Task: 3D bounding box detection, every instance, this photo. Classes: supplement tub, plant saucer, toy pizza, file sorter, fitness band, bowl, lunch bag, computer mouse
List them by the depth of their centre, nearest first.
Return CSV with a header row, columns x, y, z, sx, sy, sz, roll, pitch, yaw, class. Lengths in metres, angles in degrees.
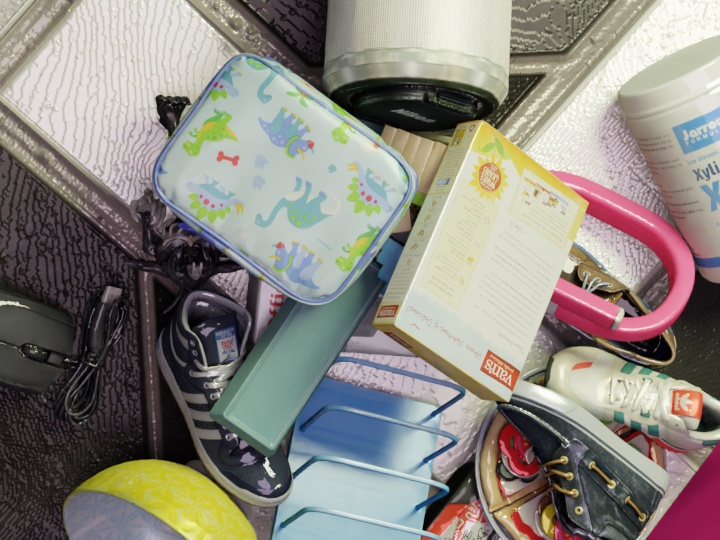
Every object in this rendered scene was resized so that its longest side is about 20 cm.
x,y,z,sx,sy,sz,roll,pitch,yaw,class
-0.066,-0.075,1.485,0.200,0.082,0.161,35,95,2,lunch bag
-0.049,0.064,1.541,0.070,0.019,0.200,36,80,-16,plant saucer
0.008,0.192,1.586,0.138,0.123,0.201,15,70,-12,file sorter
-0.319,0.055,1.595,0.199,0.053,0.139,19,98,-10,computer mouse
-0.161,0.237,1.604,0.200,0.200,0.108,49,54,-12,bowl
0.209,-0.017,1.607,0.200,0.037,0.144,28,55,7,fitness band
0.334,-0.102,1.613,0.132,0.132,0.200,-29,103,-2,supplement tub
0.205,0.186,1.666,0.200,0.032,0.201,2,84,-18,toy pizza
0.376,0.266,1.680,0.125,0.139,0.200,36,94,-15,file sorter

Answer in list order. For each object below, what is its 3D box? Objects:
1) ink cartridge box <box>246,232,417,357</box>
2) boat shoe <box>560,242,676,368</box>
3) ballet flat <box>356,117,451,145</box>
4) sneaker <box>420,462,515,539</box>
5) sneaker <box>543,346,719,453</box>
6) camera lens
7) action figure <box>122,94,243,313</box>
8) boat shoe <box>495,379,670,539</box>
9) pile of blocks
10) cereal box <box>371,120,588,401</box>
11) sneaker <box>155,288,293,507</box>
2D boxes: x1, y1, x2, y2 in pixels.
x,y,z,sx,sy,sz,roll,pitch,yaw,class
0.000,0.000,1.611,0.199,0.083,0.147,4,98,-7,ink cartridge box
0.218,0.025,1.649,0.200,0.072,0.072,30,93,-12,boat shoe
0.037,-0.107,1.606,0.199,0.069,0.070,20,97,4,ballet flat
0.085,0.292,1.680,0.108,0.067,0.202,39,90,-9,sneaker
0.267,0.116,1.630,0.199,0.093,0.071,24,69,-26,sneaker
0.051,-0.230,1.519,0.159,0.160,0.201,5,80,-8,camera lens
-0.151,-0.056,1.574,0.118,0.102,0.201,1,96,-10,action figure
0.191,0.181,1.606,0.200,0.071,0.091,34,72,-15,boat shoe
0.045,-0.028,1.544,0.082,0.062,0.201,-4,92,9,pile of blocks
0.105,-0.007,1.502,0.144,0.039,0.200,35,70,-31,cereal box
-0.115,0.108,1.560,0.070,0.109,0.200,-21,66,-31,sneaker
